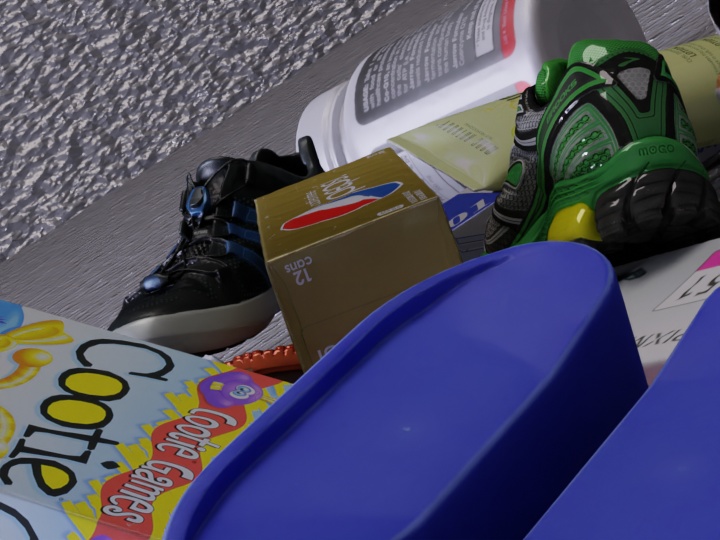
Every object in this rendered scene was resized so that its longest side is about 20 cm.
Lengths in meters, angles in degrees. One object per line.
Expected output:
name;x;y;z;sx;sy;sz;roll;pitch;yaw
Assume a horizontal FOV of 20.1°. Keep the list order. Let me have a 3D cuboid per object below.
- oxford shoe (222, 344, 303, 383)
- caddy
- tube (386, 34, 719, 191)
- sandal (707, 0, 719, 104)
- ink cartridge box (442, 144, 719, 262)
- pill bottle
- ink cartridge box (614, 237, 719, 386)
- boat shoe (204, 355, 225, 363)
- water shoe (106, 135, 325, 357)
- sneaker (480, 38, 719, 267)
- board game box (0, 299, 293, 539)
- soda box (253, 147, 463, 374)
oxford shoe;-0.059;0.077;0.896;0.198;0.073;0.071;-13;-7;6
caddy;0.046;0.077;0.445;0.140;0.106;0.200;5;30;34
tube;0.116;-0.071;0.928;0.199;0.052;0.058;-16;-15;-24
sandal;0.181;-0.117;0.846;0.079;0.060;0.207;-28;3;23
ink cartridge box;0.079;-0.026;1.012;0.199;0.044;0.094;-33;8;-9
pill bottle;0.063;-0.093;1.186;0.199;0.114;0.114;-22;13;42
ink cartridge box;0.060;0.055;0.679;0.173;0.044;0.199;-37;11;-35
boat shoe;-0.124;0.076;1.046;0.062;0.072;0.200;-41;14;-26
water shoe;-0.070;-0.010;0.948;0.071;0.080;0.200;-16;8;26
sneaker;0.092;-0.036;0.802;0.077;0.086;0.200;-5;-11;-12
board game box;-0.125;0.078;0.644;0.198;0.106;0.103;14;27;15
soda box;0.000;0.000;0.801;0.067;0.064;0.200;-21;9;-1
